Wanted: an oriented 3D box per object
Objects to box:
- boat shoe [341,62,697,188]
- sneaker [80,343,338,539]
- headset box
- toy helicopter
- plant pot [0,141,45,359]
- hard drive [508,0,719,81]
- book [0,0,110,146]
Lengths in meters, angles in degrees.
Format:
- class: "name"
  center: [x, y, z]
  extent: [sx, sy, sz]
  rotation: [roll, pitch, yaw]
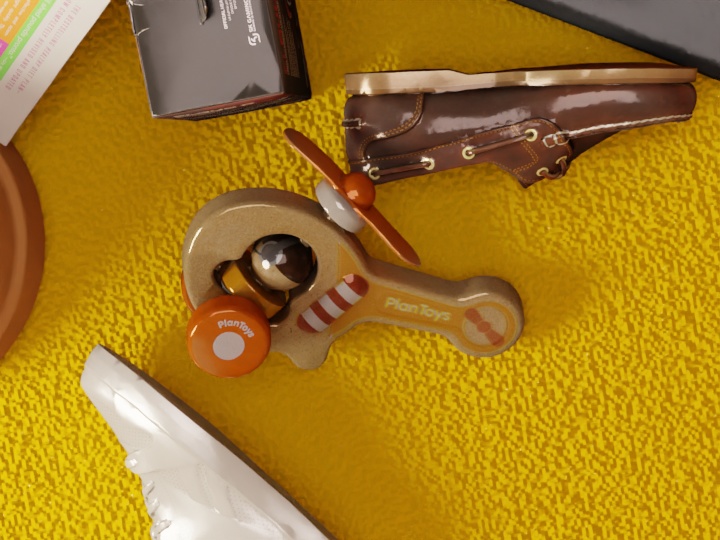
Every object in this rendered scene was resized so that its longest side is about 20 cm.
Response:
- class: "boat shoe"
  center: [0.089, -0.081, 1.498]
  extent: [0.200, 0.070, 0.070]
  rotation: [-3, 92, 11]
- class: "sneaker"
  center: [-0.107, 0.144, 1.518]
  extent: [0.200, 0.074, 0.116]
  rotation: [43, 91, -1]
- class: "headset box"
  center: [-0.081, -0.158, 1.438]
  extent: [0.075, 0.200, 0.149]
  rotation: [-10, 91, 4]
- class: "toy helicopter"
  center: [0.000, 0.000, 1.498]
  extent: [0.200, 0.079, 0.132]
  rotation: [13, 116, -13]
- class: "plant pot"
  center: [-0.285, -0.013, 1.488]
  extent: [0.200, 0.140, 0.201]
  rotation: [0, 92, 3]
- class: "hard drive"
  center: [0.147, -0.202, 1.505]
  extent: [0.200, 0.033, 0.140]
  rotation: [21, 94, 3]
- class: "book"
  center: [-0.241, -0.177, 1.476]
  extent: [0.200, 0.048, 0.134]
  rotation: [36, 111, -9]
